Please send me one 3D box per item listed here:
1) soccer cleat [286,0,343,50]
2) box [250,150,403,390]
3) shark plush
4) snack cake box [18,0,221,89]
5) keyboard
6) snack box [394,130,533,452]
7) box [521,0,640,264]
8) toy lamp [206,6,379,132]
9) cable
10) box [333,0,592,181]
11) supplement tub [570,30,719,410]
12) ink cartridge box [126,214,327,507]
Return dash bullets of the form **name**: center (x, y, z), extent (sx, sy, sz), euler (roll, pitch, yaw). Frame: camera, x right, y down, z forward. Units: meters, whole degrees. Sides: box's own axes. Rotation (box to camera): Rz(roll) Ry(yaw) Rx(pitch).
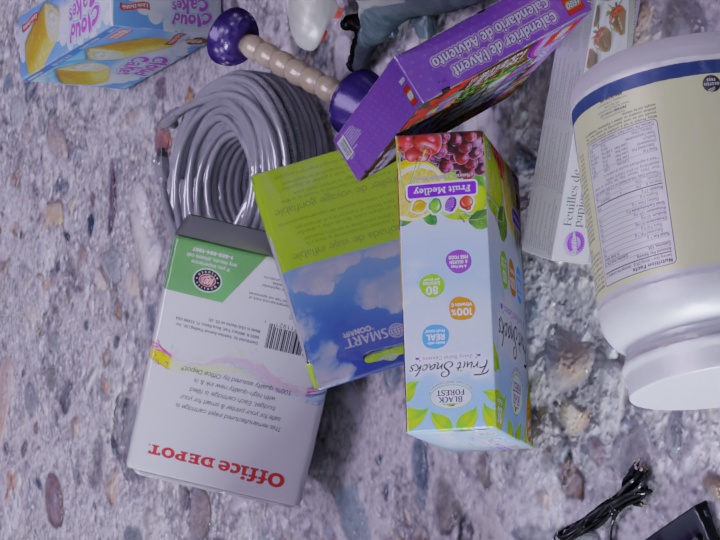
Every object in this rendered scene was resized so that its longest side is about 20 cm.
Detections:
- **soccer cleat**: center (-0.051, -0.268, 1.764), extent (0.069, 0.077, 0.201), euler (134, 144, -57)
- **box**: center (0.000, 0.000, 1.652), extent (0.048, 0.122, 0.200), euler (77, 175, -59)
- **shark plush**: center (0.031, -0.200, 1.680), extent (0.083, 0.091, 0.200), euler (54, 133, 4)
- **snack cake box**: center (-0.226, -0.228, 2.035), extent (0.200, 0.115, 0.067), euler (-19, 71, 56)
- **keyboard**: center (0.170, 0.207, 1.456), extent (0.200, 0.021, 0.127), euler (-45, 50, 45)
- **snack box**: center (0.073, 0.019, 1.500), extent (0.067, 0.169, 0.201), euler (-3, 81, 12)
- **box**: center (0.152, -0.106, 1.499), extent (0.041, 0.039, 0.201), euler (20, 104, 58)
- **toy lamp**: center (-0.042, -0.156, 1.760), extent (0.200, 0.058, 0.058), euler (30, 113, 35)
- **cable**: center (-0.099, -0.070, 1.862), extent (0.200, 0.069, 0.201), euler (-32, 61, 50)
- **box**: center (0.066, -0.131, 1.492), extent (0.039, 0.137, 0.200), euler (58, 164, 4)
- **supplement tub**: center (0.207, -0.027, 1.306), extent (0.145, 0.145, 0.201), euler (-28, 64, 53)
- **ink cartridge box**: center (-0.095, 0.072, 1.755), extent (0.084, 0.144, 0.201), euler (-79, 2, -76)
